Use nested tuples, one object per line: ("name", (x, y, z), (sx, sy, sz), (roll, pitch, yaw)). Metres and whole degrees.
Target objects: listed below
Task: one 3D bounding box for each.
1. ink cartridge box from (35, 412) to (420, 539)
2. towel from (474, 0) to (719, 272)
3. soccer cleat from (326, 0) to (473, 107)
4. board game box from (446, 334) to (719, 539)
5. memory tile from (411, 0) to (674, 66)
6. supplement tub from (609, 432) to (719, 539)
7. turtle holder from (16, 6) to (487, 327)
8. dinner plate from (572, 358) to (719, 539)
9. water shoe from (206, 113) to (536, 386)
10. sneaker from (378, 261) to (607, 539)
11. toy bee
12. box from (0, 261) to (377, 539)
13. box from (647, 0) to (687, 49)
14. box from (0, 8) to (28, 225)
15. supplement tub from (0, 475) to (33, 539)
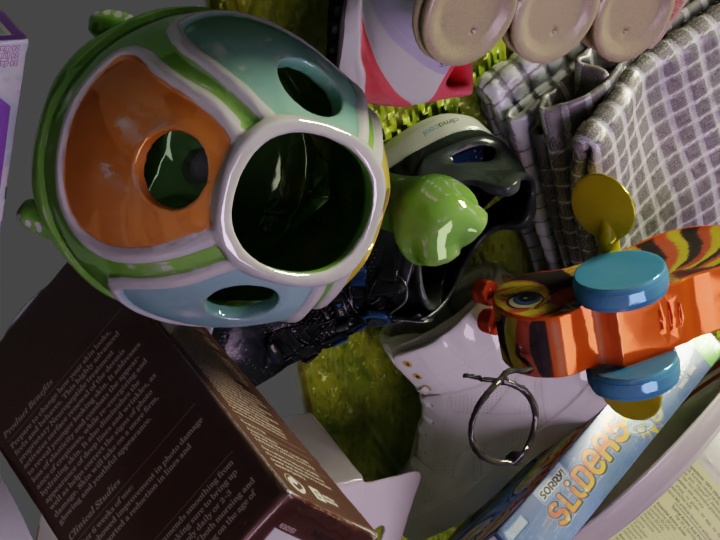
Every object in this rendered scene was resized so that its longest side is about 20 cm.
("ink cartridge box", (-0.074, 0.148, 0.942), (0.199, 0.068, 0.117), (-4, 125, -34))
("towel", (0.168, -0.065, 0.949), (0.165, 0.086, 0.200), (-34, 137, -12))
("soccer cleat", (0.027, -0.138, 0.747), (0.073, 0.069, 0.200), (4, 151, -5))
("board game box", (0.115, 0.118, 0.991), (0.200, 0.034, 0.135), (-43, 178, -35))
("memory tile", (0.098, -0.178, 0.703), (0.153, 0.017, 0.201), (-8, 125, -38))
("supplement tub", (0.196, 0.178, 1.117), (0.200, 0.145, 0.145), (-39, 138, -6))
("turtle holder", (-0.046, -0.030, 0.744), (0.186, 0.132, 0.141), (45, 76, -34))
("dinner plate", (0.165, 0.110, 1.005), (0.200, 0.024, 0.200), (-45, 179, -1))
("water shoe", (0.000, 0.000, 0.874), (0.200, 0.079, 0.072), (-42, 137, -2))
("sneaker", (0.049, 0.070, 0.984), (0.115, 0.074, 0.200), (34, 127, -13))
("toy bee", (0.110, 0.015, 0.866), (0.199, 0.109, 0.132), (-1, 106, -33))
("box", (-0.092, 0.085, 0.780), (0.100, 0.200, 0.075), (-49, 140, 6))
("box", (0.137, -0.220, 0.793), (0.095, 0.100, 0.200), (20, 109, -45))
("box", (-0.240, -0.036, 0.689), (0.199, 0.039, 0.137), (-7, 125, -34))
("supplement tub", (-0.244, 0.173, 0.772), (0.199, 0.145, 0.146), (-23, 134, -22))
